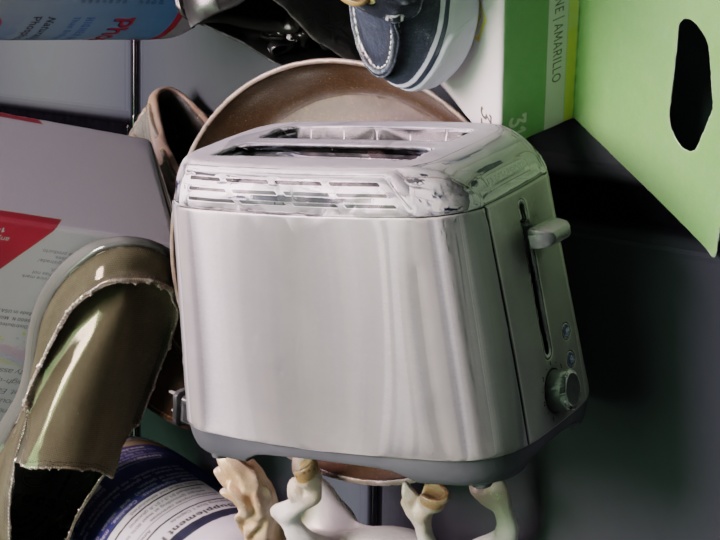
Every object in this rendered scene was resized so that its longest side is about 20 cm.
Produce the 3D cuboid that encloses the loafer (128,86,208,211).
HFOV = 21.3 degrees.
[{"bbox_3d":[-0.076,-0.040,1.017,0.200,0.071,0.063,37,116,50],"label":"loafer"}]

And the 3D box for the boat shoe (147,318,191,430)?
[{"bbox_3d":[-0.143,0.033,1.116,0.200,0.067,0.073,41,126,44],"label":"boat shoe"}]

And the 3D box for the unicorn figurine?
[{"bbox_3d":[0.022,0.143,0.879,0.199,0.074,0.139,28,134,37],"label":"unicorn figurine"}]

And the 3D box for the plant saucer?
[{"bbox_3d":[0.000,0.000,0.892,0.198,0.032,0.202,9,107,30],"label":"plant saucer"}]

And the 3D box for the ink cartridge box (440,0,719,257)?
[{"bbox_3d":[0.074,-0.108,0.771,0.200,0.048,0.146,54,159,38],"label":"ink cartridge box"}]

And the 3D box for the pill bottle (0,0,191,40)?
[{"bbox_3d":[-0.137,-0.172,0.970,0.108,0.198,0.110,9,101,54],"label":"pill bottle"}]

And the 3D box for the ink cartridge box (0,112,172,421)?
[{"bbox_3d":[-0.203,0.019,1.011,0.201,0.144,0.083,-57,38,36],"label":"ink cartridge box"}]

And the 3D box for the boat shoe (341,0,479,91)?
[{"bbox_3d":[-0.005,-0.134,0.741,0.071,0.090,0.201,56,159,28],"label":"boat shoe"}]

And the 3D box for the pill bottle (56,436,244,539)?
[{"bbox_3d":[-0.087,0.170,1.016,0.199,0.110,0.112,24,113,51],"label":"pill bottle"}]

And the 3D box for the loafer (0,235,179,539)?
[{"bbox_3d":[-0.138,0.073,0.969,0.201,0.075,0.070,-64,34,28],"label":"loafer"}]

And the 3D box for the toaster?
[{"bbox_3d":[-0.001,0.009,0.808,0.198,0.113,0.131,4,107,33],"label":"toaster"}]

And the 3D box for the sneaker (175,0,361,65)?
[{"bbox_3d":[-0.068,-0.164,0.910,0.060,0.199,0.105,-22,51,49],"label":"sneaker"}]
